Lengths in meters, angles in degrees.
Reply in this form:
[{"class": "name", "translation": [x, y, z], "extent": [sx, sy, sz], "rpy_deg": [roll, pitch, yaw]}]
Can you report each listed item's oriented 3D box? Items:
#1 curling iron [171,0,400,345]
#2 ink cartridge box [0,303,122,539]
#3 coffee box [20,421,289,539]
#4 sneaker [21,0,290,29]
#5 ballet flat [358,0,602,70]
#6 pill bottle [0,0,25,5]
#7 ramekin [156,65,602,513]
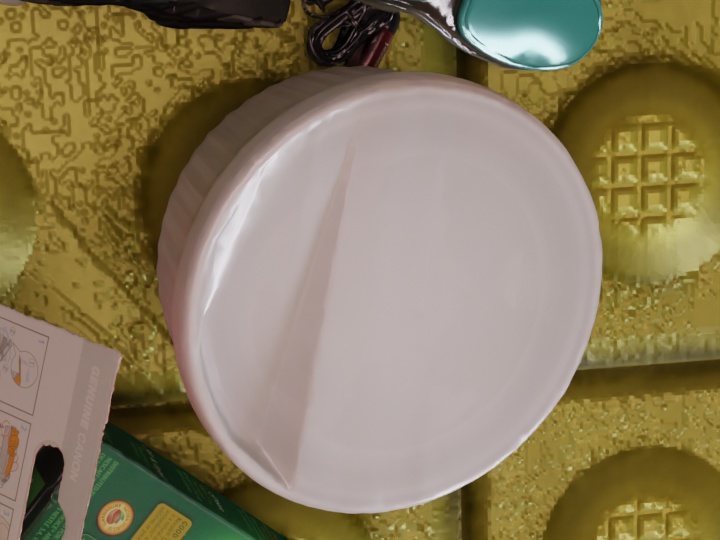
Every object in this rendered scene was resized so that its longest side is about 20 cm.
[{"class": "curling iron", "translation": [-0.039, -0.051, 0.877], "extent": [0.049, 0.026, 0.201], "rpy_deg": [25, 96, -22]}, {"class": "ink cartridge box", "translation": [-0.182, 0.077, 0.808], "extent": [0.199, 0.050, 0.162], "rpy_deg": [18, 101, 28]}, {"class": "coffee box", "translation": [-0.092, 0.164, 0.884], "extent": [0.200, 0.044, 0.123], "rpy_deg": [37, 93, -31]}, {"class": "sneaker", "translation": [-0.091, -0.145, 0.776], "extent": [0.075, 0.200, 0.080], "rpy_deg": [4, 94, 21]}, {"class": "ballet flat", "translation": [0.034, -0.142, 0.842], "extent": [0.199, 0.064, 0.068], "rpy_deg": [11, 118, -46]}, {"class": "pill bottle", "translation": [-0.144, -0.221, 0.773], "extent": [0.112, 0.112, 0.201], "rpy_deg": [26, 97, -15]}, {"class": "ramekin", "translation": [0.000, 0.000, 0.843], "extent": [0.201, 0.094, 0.203], "rpy_deg": [-9, 113, -23]}]
